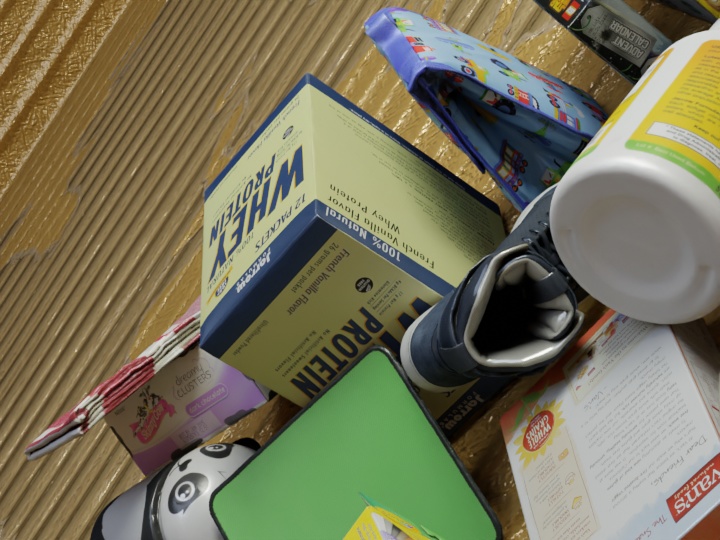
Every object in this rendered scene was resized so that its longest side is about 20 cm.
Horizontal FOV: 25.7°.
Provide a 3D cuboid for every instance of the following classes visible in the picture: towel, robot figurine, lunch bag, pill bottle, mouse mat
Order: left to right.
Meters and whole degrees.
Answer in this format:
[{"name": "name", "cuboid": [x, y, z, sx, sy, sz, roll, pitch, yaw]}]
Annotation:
[{"name": "towel", "cuboid": [-0.168, 0.070, 1.228, 0.200, 0.023, 0.144, -41, 5, -31]}, {"name": "robot figurine", "cuboid": [-0.136, 0.211, 1.238, 0.200, 0.124, 0.151, -34, 61, 43]}, {"name": "mouse mat", "cuboid": [-0.009, 0.168, 1.070, 0.200, 0.008, 0.161, -44, 67, 28]}, {"name": "lunch bag", "cuboid": [0.088, -0.123, 1.137, 0.094, 0.200, 0.151, -50, 24, 14]}, {"name": "pill bottle", "cuboid": [0.201, -0.070, 0.920, 0.111, 0.111, 0.200, -26, 17, 50]}]

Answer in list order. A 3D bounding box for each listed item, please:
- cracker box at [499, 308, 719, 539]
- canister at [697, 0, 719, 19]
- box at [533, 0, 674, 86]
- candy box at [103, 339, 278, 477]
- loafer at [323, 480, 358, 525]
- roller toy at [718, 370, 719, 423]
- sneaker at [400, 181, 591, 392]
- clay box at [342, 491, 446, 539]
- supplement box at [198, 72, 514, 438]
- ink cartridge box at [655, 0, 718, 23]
[{"name": "cracker box", "cuboid": [0.155, 0.112, 0.884, 0.134, 0.058, 0.200, -47, 24, 21]}, {"name": "canister", "cuboid": [0.240, -0.235, 0.983, 0.149, 0.200, 0.087, -49, 23, 17]}, {"name": "box", "cuboid": [0.174, -0.172, 1.114, 0.040, 0.137, 0.200, -51, 23, 12]}, {"name": "candy box", "cuboid": [-0.091, 0.067, 1.294, 0.168, 0.072, 0.200, -33, 3, 40]}, {"name": "loafer", "cuboid": [-0.008, 0.139, 1.176, 0.200, 0.072, 0.063, -95, 25, -61]}, {"name": "roller toy", "cuboid": [0.241, 0.051, 0.627, 0.140, 0.199, 0.183, 27, 98, 67]}, {"name": "sneaker", "cuboid": [0.123, -0.003, 0.993, 0.202, 0.077, 0.146, -44, 1, -16]}, {"name": "clay box", "cuboid": [0.052, 0.208, 0.890, 0.048, 0.115, 0.200, -54, 22, 8]}, {"name": "supplement box", "cuboid": [0.000, 0.000, 1.152, 0.134, 0.200, 0.200, -47, 26, 24]}, {"name": "ink cartridge box", "cuboid": [0.201, -0.255, 1.131, 0.075, 0.164, 0.200, -56, 22, 7]}]
